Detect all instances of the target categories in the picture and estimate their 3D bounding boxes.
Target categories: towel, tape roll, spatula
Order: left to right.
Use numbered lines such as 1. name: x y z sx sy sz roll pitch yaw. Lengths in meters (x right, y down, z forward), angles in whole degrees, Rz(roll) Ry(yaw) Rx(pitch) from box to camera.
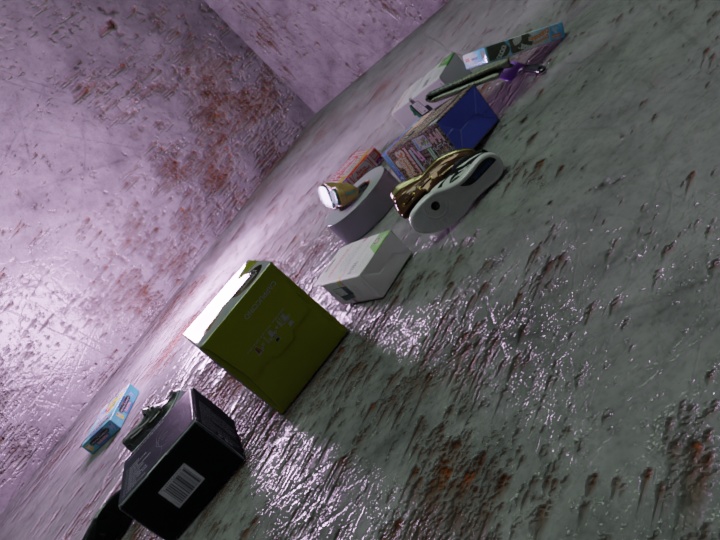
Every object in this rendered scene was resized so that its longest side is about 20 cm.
1. tape roll: 0.007 -0.161 1.784 0.200 0.066 0.201 -43 17 17
2. towel: 0.250 -0.425 1.644 0.199 0.035 0.193 -21 11 18
3. spatula: 0.365 -0.449 1.636 0.057 0.021 0.200 -44 17 1

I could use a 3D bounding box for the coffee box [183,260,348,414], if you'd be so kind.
1. coffee box: -0.182 0.117 1.380 0.200 0.200 0.198 -51 17 -12

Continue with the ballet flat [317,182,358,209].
1. ballet flat: -0.052 -0.187 1.798 0.063 0.069 0.200 -21 15 -13

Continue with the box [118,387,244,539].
1. box: -0.331 0.351 1.348 0.200 0.124 0.197 -49 18 -4

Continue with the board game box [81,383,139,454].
1. board game box: -0.807 0.477 2.363 0.151 0.047 0.200 -42 17 18

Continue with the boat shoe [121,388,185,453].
1. boat shoe: -0.527 0.376 1.864 0.072 0.071 0.200 -21 30 56

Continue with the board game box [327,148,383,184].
1. board game box: -0.022 -0.289 2.177 0.152 0.046 0.200 -49 17 -8

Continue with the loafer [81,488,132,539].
1. loafer: -0.536 0.540 1.519 0.072 0.073 0.200 -31 22 55

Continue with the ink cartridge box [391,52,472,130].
1. ink cartridge box: 0.197 -0.493 2.036 0.200 0.084 0.146 -30 23 45

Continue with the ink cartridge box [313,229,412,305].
1. ink cartridge box: 0.000 0.000 1.430 0.117 0.067 0.200 -55 19 -24

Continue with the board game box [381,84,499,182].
1. board game box: 0.171 -0.286 1.578 0.160 0.097 0.200 -48 15 -32

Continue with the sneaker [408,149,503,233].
1. sneaker: 0.170 -0.145 1.353 0.200 0.073 0.112 -38 14 3

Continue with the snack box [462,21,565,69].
1. snack box: 0.343 -0.504 1.641 0.199 0.037 0.116 -21 13 -13

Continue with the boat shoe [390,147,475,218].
1. boat shoe: 0.154 -0.171 1.465 0.200 0.072 0.068 -31 55 23
